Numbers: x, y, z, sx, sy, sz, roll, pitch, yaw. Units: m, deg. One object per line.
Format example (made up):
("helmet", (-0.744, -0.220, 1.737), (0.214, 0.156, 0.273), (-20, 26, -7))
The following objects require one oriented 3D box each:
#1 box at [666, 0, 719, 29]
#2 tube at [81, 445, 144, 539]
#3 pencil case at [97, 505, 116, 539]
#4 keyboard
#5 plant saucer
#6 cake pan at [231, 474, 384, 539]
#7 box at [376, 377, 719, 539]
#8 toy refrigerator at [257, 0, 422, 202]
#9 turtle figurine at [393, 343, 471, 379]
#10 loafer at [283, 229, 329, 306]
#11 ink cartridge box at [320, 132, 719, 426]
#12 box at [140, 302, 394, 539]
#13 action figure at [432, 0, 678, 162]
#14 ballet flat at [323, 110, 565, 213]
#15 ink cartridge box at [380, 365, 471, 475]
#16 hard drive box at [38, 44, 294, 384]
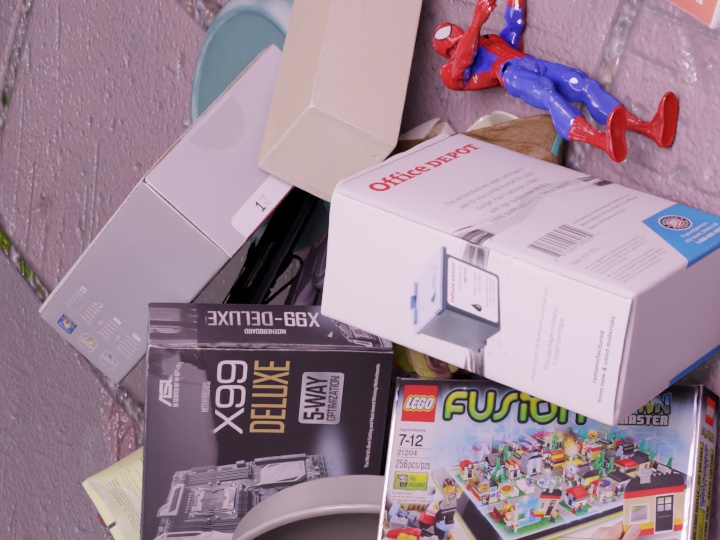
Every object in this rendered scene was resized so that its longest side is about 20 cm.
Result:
("box", (0.206, -0.251, 1.342), (0.152, 0.106, 0.201), (39, 124, 44))
("tube", (-0.101, 0.121, 1.702), (0.200, 0.052, 0.058), (-38, 34, 17))
("pencil case", (-0.097, 0.221, 1.761), (0.200, 0.087, 0.088), (48, 135, 10))
("keyboard", (-0.058, 0.005, 1.707), (0.201, 0.039, 0.104), (-61, 14, -11))
("plant saucer", (-0.071, -0.112, 1.813), (0.200, 0.027, 0.202), (12, 105, 53))
("cake pan", (-0.001, 0.199, 1.630), (0.201, 0.199, 0.037), (-53, 27, 43))
("box", (0.110, 0.122, 1.484), (0.199, 0.035, 0.111), (0, 75, 26))
("toy refrigerator", (-0.005, -0.146, 1.606), (0.076, 0.070, 0.201), (-46, 26, 46))
("turtle figurine", (0.070, 0.034, 1.587), (0.161, 0.064, 0.201), (-12, 59, 42))
("loafer", (0.000, 0.000, 1.634), (0.200, 0.063, 0.072), (129, 161, -65))
("ink cartridge box", (0.099, -0.001, 1.437), (0.199, 0.146, 0.086), (19, 116, 29))
("box", (-0.065, 0.113, 1.630), (0.050, 0.156, 0.201), (-97, 11, -53))
("action figure", (0.109, -0.142, 1.527), (0.200, 0.065, 0.100), (25, 123, 49))
("ballet flat", (0.060, -0.069, 1.604), (0.199, 0.073, 0.068), (-9, 132, 50))
("ink cartridge box", (0.021, 0.142, 1.711), (0.095, 0.037, 0.201), (44, 126, 41))
("hard drive box", (-0.112, -0.035, 1.657), (0.077, 0.156, 0.200), (41, 143, -2))
